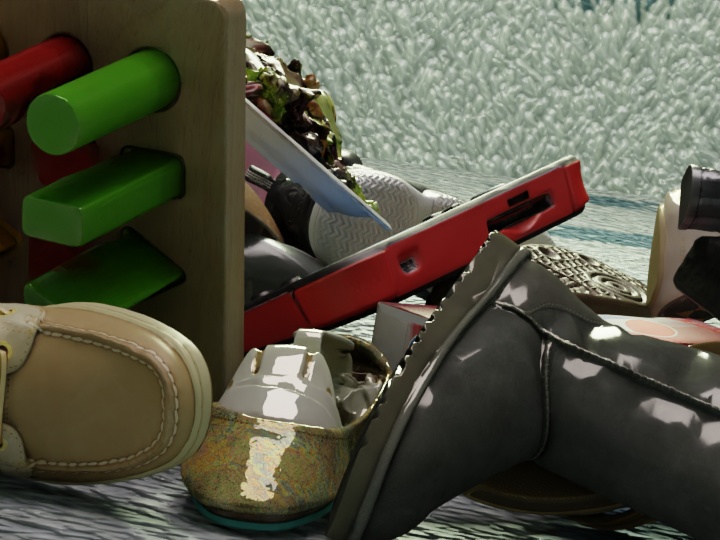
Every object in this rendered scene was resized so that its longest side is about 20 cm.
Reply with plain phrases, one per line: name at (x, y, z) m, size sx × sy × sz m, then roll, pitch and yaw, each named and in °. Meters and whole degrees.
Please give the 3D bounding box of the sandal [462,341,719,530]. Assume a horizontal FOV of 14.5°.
sandal at (0.109, 0.075, 1.178) m, size 0.199 × 0.054 × 0.080 m, roll -7°, pitch 44°, yaw -38°

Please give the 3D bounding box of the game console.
game console at (0.000, 0.000, 1.364) m, size 0.177 × 0.031 × 0.200 m, roll -18°, pitch 4°, yaw 46°

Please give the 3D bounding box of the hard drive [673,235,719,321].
hard drive at (0.249, 0.055, 1.281) m, size 0.200 × 0.033 × 0.140 m, roll 30°, pitch 6°, yaw -20°

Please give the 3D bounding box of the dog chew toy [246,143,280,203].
dog chew toy at (-0.078, -0.048, 1.682) m, size 0.124 × 0.125 × 0.200 m, roll 15°, pitch -27°, yaw 52°

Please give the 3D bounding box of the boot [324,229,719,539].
boot at (0.106, 0.081, 1.085) m, size 0.200 × 0.073 × 0.182 m, roll 32°, pitch 51°, yaw 6°

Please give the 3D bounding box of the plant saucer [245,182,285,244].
plant saucer at (-0.135, -0.031, 1.569) m, size 0.199 × 0.035 × 0.200 m, roll 7°, pitch -23°, yaw 3°

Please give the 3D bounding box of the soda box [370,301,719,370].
soda box at (0.096, 0.057, 1.290) m, size 0.199 × 0.070 × 0.063 m, roll 4°, pitch 9°, yaw -38°

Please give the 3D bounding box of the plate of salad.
plate of salad at (-0.053, -0.092, 1.402) m, size 0.200 × 0.048 × 0.200 m, roll 42°, pitch 0°, yaw 0°

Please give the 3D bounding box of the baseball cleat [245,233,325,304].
baseball cleat at (-0.112, 0.019, 1.499) m, size 0.199 × 0.070 × 0.107 m, roll 5°, pitch 21°, yaw 1°

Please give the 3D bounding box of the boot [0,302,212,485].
boot at (-0.171, 0.045, 1.046) m, size 0.199 × 0.073 × 0.155 m, roll 9°, pitch 5°, yaw 26°

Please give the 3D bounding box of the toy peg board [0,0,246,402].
toy peg board at (-0.158, -0.022, 1.190) m, size 0.198 × 0.201 × 0.098 m, roll 10°, pitch 21°, yaw 24°

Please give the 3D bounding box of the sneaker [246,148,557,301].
sneaker at (0.024, -0.022, 1.610) m, size 0.200 × 0.076 × 0.114 m, roll 21°, pitch 4°, yaw -43°

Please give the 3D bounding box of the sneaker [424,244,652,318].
sneaker at (0.085, 0.035, 1.447) m, size 0.070 × 0.076 × 0.200 m, roll 33°, pitch 19°, yaw 30°

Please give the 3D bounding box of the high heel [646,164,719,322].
high heel at (0.216, -0.004, 1.389) m, size 0.142 × 0.072 × 0.200 m, roll 7°, pitch -14°, yaw -1°

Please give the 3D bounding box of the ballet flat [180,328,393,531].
ballet flat at (-0.027, 0.058, 1.150) m, size 0.070 × 0.071 × 0.200 m, roll 9°, pitch 6°, yaw 11°
